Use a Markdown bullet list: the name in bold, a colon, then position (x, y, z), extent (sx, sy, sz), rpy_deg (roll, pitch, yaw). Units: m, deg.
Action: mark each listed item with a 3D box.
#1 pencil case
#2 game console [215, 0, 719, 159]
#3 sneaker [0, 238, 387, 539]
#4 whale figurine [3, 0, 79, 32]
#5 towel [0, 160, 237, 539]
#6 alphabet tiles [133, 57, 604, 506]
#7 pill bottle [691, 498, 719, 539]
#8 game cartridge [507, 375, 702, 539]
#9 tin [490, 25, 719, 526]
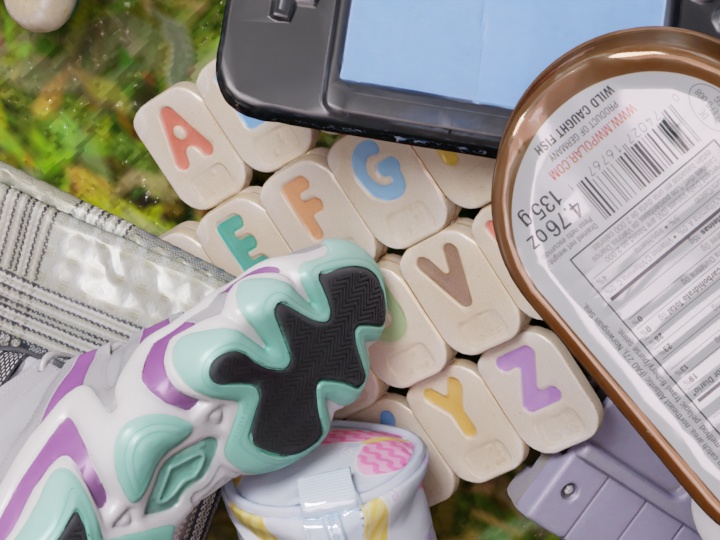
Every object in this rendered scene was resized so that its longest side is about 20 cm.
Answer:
- **pencil case**: position (-0.001, 0.160, 1.046), extent (0.083, 0.091, 0.201), rpy_deg (-5, 108, 13)
- **game console**: position (0.060, -0.136, 0.915), extent (0.199, 0.119, 0.173), rpy_deg (9, 71, -2)
- **sneaker**: position (-0.095, 0.043, 1.008), extent (0.200, 0.140, 0.078), rpy_deg (-41, 131, -19)
- **whale figurine**: position (-0.151, -0.168, 1.048), extent (0.199, 0.104, 0.160), rpy_deg (-29, 95, 30)
- **towel**: position (-0.147, 0.060, 1.067), extent (0.199, 0.035, 0.193), rpy_deg (24, 97, 16)
- **alphabet tiles**: position (0.000, 0.000, 1.026), extent (0.200, 0.015, 0.196), rpy_deg (-27, 99, 42)
- **pill bottle**: position (0.188, 0.064, 0.985), extent (0.110, 0.111, 0.201), rpy_deg (20, 104, 1)
- **game cartridge**: position (0.165, 0.042, 1.049), extent (0.129, 0.038, 0.200), rpy_deg (33, 97, -23)
- **tin**: position (0.126, 0.010, 0.907), extent (0.112, 0.042, 0.200), rpy_deg (-40, 94, 19)
